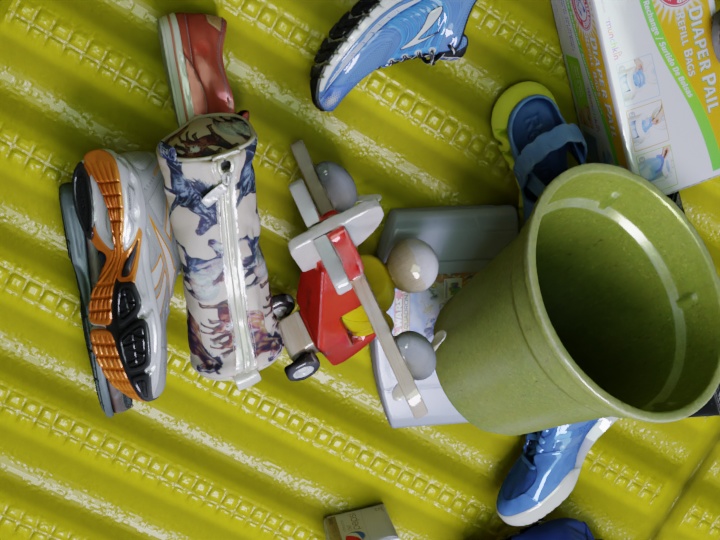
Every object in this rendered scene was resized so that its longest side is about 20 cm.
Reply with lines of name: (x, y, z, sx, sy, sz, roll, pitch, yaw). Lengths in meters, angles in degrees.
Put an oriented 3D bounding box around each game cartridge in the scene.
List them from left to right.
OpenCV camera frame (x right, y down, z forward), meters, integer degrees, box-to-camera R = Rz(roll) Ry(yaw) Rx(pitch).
game cartridge: (0.073, 0.044, 1.121, 0.131, 0.042, 0.203, -5, 108, -15)

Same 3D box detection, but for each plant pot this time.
plant pot: (0.156, 0.045, 0.996, 0.198, 0.184, 0.204, 14, 63, -28)

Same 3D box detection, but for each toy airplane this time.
toy airplane: (0.000, 0.000, 1.006, 0.139, 0.199, 0.203, -16, 107, -18)

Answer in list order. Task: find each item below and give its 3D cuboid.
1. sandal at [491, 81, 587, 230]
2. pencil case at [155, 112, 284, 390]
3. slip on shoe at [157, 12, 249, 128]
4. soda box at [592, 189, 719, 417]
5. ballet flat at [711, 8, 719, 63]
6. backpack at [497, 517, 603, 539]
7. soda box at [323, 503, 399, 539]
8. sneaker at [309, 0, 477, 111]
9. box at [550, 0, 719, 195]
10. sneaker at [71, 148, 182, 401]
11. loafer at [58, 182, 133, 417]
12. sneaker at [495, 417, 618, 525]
sandal: (0.174, -0.061, 1.083, 0.079, 0.087, 0.202, -30, 112, -4)
pencil case: (-0.106, -0.014, 0.962, 0.076, 0.090, 0.203, -9, 115, -7)
slip on shoe: (-0.117, -0.111, 1.016, 0.060, 0.074, 0.203, -13, 104, -11)
soda box: (0.262, 0.031, 1.083, 0.070, 0.064, 0.202, -7, 119, 30)
ballet flat: (0.340, -0.232, 1.028, 0.200, 0.046, 0.068, -50, 124, -40)
backpack: (0.153, 0.336, 1.165, 0.197, 0.163, 0.170, -23, 101, 9)
soda box: (0.013, 0.329, 1.177, 0.063, 0.068, 0.203, -11, 109, -8)
sneaker: (0.043, -0.194, 1.018, 0.199, 0.079, 0.089, -40, 108, 2)
box: (0.236, -0.176, 1.046, 0.100, 0.113, 0.203, -19, 108, -5)
sneaker: (-0.165, 0.001, 0.995, 0.091, 0.075, 0.204, -15, 105, -49)
loafer: (-0.204, 0.023, 1.040, 0.062, 0.072, 0.203, -12, 107, -14)
sneaker: (0.170, 0.130, 1.142, 0.111, 0.077, 0.200, 41, 91, -26)
